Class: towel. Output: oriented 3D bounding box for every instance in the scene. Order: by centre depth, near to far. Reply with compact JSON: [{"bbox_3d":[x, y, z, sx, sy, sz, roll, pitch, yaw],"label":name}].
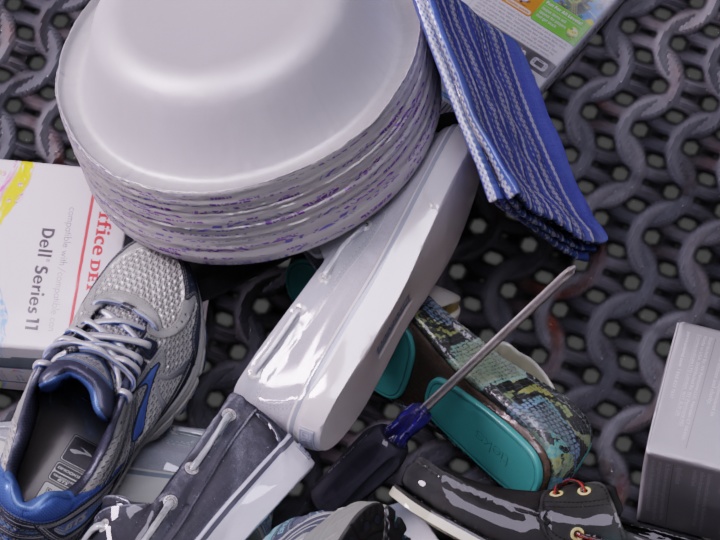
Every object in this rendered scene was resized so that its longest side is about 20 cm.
[{"bbox_3d":[0.080,-0.085,1.611,0.024,0.200,0.145,-24,75,12],"label":"towel"}]

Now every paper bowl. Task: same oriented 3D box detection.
[{"bbox_3d":[-0.063,-0.110,1.577,0.201,0.104,0.201,-8,48,9],"label":"paper bowl"}]

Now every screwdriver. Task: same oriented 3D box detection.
[{"bbox_3d":[0.046,0.063,1.583,0.200,0.029,0.028,-43,73,17],"label":"screwdriver"}]

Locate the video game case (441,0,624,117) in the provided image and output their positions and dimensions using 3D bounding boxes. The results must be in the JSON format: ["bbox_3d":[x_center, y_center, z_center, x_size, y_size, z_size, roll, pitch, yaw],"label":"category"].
[{"bbox_3d":[0.073,-0.170,1.758,0.143,0.018,0.200,35,70,18],"label":"video game case"}]

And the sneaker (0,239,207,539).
[{"bbox_3d":[-0.133,0.062,1.538,0.077,0.085,0.200,17,63,8],"label":"sneaker"}]

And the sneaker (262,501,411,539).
[{"bbox_3d":[-0.054,0.193,1.451,0.086,0.078,0.200,-5,31,42],"label":"sneaker"}]

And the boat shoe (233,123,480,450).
[{"bbox_3d":[0.000,0.000,1.582,0.068,0.072,0.200,25,77,15],"label":"boat shoe"}]

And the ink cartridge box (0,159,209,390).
[{"bbox_3d":[-0.185,0.003,1.653,0.200,0.067,0.117,5,65,4],"label":"ink cartridge box"}]

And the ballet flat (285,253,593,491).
[{"bbox_3d":[0.046,0.049,1.633,0.074,0.074,0.200,-42,71,-17],"label":"ballet flat"}]

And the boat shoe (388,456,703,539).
[{"bbox_3d":[0.114,0.138,1.556,0.201,0.074,0.063,22,93,-1],"label":"boat shoe"}]

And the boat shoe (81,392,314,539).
[{"bbox_3d":[-0.110,0.143,1.502,0.068,0.072,0.200,44,71,-1],"label":"boat shoe"}]

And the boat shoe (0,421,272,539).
[{"bbox_3d":[-0.141,0.108,1.607,0.201,0.070,0.072,9,46,7],"label":"boat shoe"}]

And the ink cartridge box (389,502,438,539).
[{"bbox_3d":[-0.018,0.196,1.498,0.160,0.047,0.200,-20,20,-8],"label":"ink cartridge box"}]

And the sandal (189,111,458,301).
[{"bbox_3d":[-0.023,-0.045,1.644,0.200,0.075,0.045,-28,108,-21],"label":"sandal"}]

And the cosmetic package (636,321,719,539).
[{"bbox_3d":[0.251,0.104,1.567,0.200,0.107,0.090,13,65,6],"label":"cosmetic package"}]
